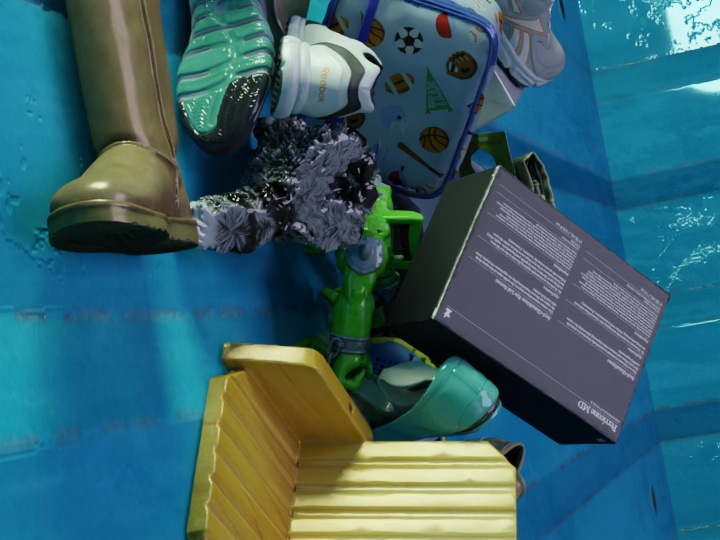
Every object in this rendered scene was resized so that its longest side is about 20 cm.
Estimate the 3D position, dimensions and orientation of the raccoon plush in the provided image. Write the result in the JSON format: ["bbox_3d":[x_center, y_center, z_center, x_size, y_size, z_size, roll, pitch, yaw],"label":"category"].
[{"bbox_3d":[-0.082,-0.074,1.094,0.199,0.134,0.097,-1,104,-42],"label":"raccoon plush"}]

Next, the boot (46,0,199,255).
[{"bbox_3d":[-0.155,-0.112,0.882,0.175,0.066,0.201,23,57,-83],"label":"boot"}]

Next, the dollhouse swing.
[{"bbox_3d":[0.003,0.162,1.012,0.182,0.175,0.201,60,26,-45],"label":"dollhouse swing"}]

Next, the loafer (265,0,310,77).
[{"bbox_3d":[-0.064,-0.259,1.232,0.076,0.068,0.201,36,46,-65],"label":"loafer"}]

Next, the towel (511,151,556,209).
[{"bbox_3d":[0.157,-0.003,1.348,0.200,0.034,0.193,159,-84,-76],"label":"towel"}]

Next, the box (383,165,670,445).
[{"bbox_3d":[0.136,0.033,1.171,0.200,0.079,0.142,35,65,-23],"label":"box"}]

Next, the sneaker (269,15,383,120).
[{"bbox_3d":[-0.025,-0.147,1.111,0.200,0.080,0.074,-96,-167,-72],"label":"sneaker"}]

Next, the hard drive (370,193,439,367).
[{"bbox_3d":[0.035,0.021,1.407,0.135,0.042,0.201,32,49,-66],"label":"hard drive"}]

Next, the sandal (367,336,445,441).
[{"bbox_3d":[0.040,0.150,1.297,0.087,0.079,0.201,-65,139,-56],"label":"sandal"}]

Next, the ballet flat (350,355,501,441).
[{"bbox_3d":[0.033,0.108,1.168,0.070,0.200,0.067,50,53,-8],"label":"ballet flat"}]

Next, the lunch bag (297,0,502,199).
[{"bbox_3d":[0.025,-0.159,1.245,0.076,0.160,0.201,-76,-175,-56],"label":"lunch bag"}]

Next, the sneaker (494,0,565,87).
[{"bbox_3d":[0.148,-0.234,1.299,0.200,0.092,0.076,32,36,-51],"label":"sneaker"}]

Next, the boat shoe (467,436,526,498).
[{"bbox_3d":[0.136,0.229,1.536,0.200,0.076,0.072,-63,139,-62],"label":"boat shoe"}]

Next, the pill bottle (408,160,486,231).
[{"bbox_3d":[0.127,-0.048,1.629,0.200,0.106,0.107,35,46,-66],"label":"pill bottle"}]

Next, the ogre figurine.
[{"bbox_3d":[0.000,0.000,1.196,0.200,0.098,0.120,-44,148,-58],"label":"ogre figurine"}]

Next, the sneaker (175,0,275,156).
[{"bbox_3d":[-0.089,-0.159,1.094,0.088,0.074,0.201,60,25,-56],"label":"sneaker"}]

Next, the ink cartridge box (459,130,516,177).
[{"bbox_3d":[0.098,-0.019,1.331,0.148,0.075,0.201,-168,-117,-74],"label":"ink cartridge box"}]

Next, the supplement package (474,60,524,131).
[{"bbox_3d":[0.062,-0.209,1.405,0.151,0.151,0.200,57,22,-11],"label":"supplement package"}]
